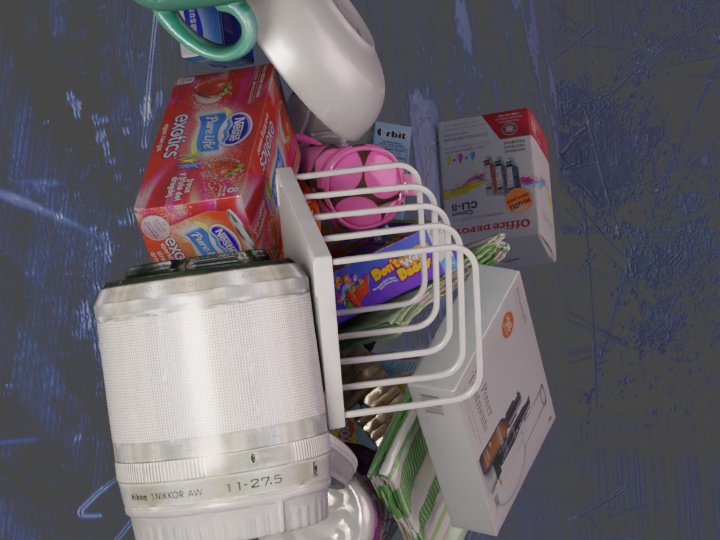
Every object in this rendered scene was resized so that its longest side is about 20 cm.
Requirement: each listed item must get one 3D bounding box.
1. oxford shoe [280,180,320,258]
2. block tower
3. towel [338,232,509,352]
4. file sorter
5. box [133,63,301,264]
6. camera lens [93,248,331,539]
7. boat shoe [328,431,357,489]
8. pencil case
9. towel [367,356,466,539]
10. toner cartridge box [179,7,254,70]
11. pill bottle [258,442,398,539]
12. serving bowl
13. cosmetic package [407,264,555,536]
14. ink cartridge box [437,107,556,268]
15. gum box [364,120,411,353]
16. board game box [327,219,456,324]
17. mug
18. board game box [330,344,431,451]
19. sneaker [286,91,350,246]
[{"bbox_3d":[-0.080,-0.052,1.735,0.073,0.071,0.201,97,-19,-54],"label":"oxford shoe"},{"bbox_3d":[0.007,0.119,1.869,0.200,0.058,0.054,49,-4,2],"label":"block tower"},{"bbox_3d":[0.035,0.029,1.773,0.200,0.152,0.024,-36,103,-47],"label":"towel"},{"bbox_3d":[0.012,0.011,1.510,0.200,0.123,0.140,-117,-159,-65],"label":"file sorter"},{"bbox_3d":[-0.115,-0.075,1.609,0.201,0.095,0.100,-80,159,-52],"label":"box"},{"bbox_3d":[-0.106,0.091,1.412,0.160,0.158,0.202,-7,90,-77],"label":"camera lens"},{"bbox_3d":[-0.079,0.156,1.616,0.201,0.074,0.065,28,67,-49],"label":"boat shoe"},{"bbox_3d":[-0.028,-0.083,1.795,0.200,0.093,0.092,-159,-122,-64],"label":"pencil case"},{"bbox_3d":[0.071,0.182,1.782,0.153,0.023,0.201,-64,147,-30],"label":"towel"},{"bbox_3d":[-0.140,-0.287,1.739,0.095,0.043,0.202,5,77,-75],"label":"toner cartridge box"},{"bbox_3d":[-0.021,0.220,1.800,0.200,0.111,0.113,-2,85,-76],"label":"pill bottle"},{"bbox_3d":[-0.038,-0.214,1.717,0.200,0.066,0.200,51,13,-17],"label":"serving bowl"},{"bbox_3d":[0.114,0.119,1.753,0.151,0.051,0.201,-60,146,-37],"label":"cosmetic package"},{"bbox_3d":[0.203,-0.114,2.862,0.145,0.144,0.202,46,38,-68],"label":"ink cartridge box"},{"bbox_3d":[0.011,-0.030,2.042,0.170,0.044,0.202,112,-14,-66],"label":"gum box"},{"bbox_3d":[0.000,0.000,1.795,0.045,0.134,0.200,67,-12,-7],"label":"board game box"},{"bbox_3d":[-0.149,-0.270,1.541,0.152,0.113,0.187,40,45,-71],"label":"mug"},{"bbox_3d":[0.063,0.140,2.006,0.105,0.198,0.104,-51,132,-73],"label":"board game box"},{"bbox_3d":[-0.046,-0.121,2.002,0.112,0.077,0.201,-87,174,-53],"label":"sneaker"}]
